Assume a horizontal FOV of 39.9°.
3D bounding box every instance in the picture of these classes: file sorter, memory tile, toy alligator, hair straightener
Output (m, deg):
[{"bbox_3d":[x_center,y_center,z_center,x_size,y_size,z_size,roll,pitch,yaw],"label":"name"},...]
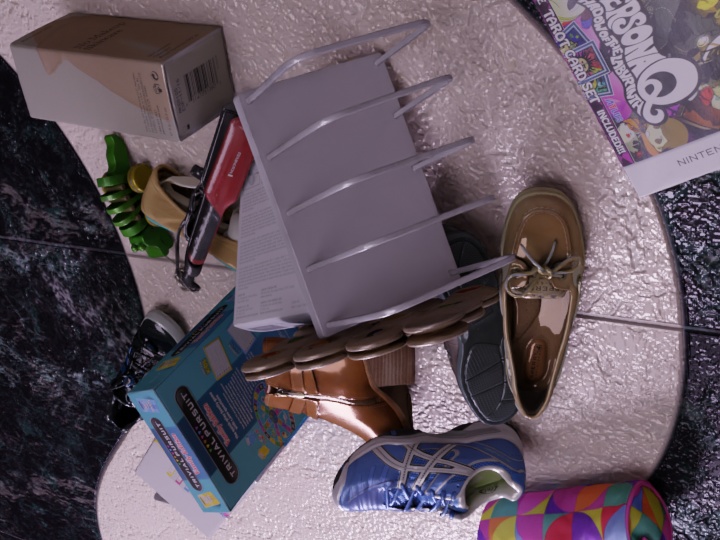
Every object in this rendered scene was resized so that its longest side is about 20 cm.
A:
[{"bbox_3d":[0.014,-0.073,0.764,0.124,0.137,0.204,-19,92,64],"label":"file sorter"},{"bbox_3d":[0.009,0.049,0.813,0.197,0.153,0.017,-14,96,25],"label":"memory tile"},{"bbox_3d":[-0.243,-0.050,1.091,0.058,0.054,0.203,-3,120,37],"label":"toy alligator"},{"bbox_3d":[-0.143,-0.070,0.963,0.040,0.077,0.203,7,119,-24],"label":"hair straightener"}]

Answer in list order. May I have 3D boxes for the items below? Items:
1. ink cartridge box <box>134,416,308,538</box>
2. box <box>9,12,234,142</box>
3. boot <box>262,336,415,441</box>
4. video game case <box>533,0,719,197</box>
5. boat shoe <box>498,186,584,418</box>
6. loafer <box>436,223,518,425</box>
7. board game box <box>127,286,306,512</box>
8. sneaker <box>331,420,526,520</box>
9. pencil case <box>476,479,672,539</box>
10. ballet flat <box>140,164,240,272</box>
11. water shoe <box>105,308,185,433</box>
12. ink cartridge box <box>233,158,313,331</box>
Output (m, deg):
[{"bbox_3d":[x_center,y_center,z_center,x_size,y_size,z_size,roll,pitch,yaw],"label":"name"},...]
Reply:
[{"bbox_3d":[-0.167,0.206,1.178,0.125,0.129,0.201,40,137,3],"label":"ink cartridge box"},{"bbox_3d":[-0.228,-0.188,0.949,0.197,0.095,0.079,12,128,27],"label":"box"},{"bbox_3d":[-0.022,0.140,1.007,0.152,0.078,0.203,-2,132,0],"label":"boot"},{"bbox_3d":[0.226,-0.166,0.674,0.179,0.036,0.202,-19,109,42],"label":"video game case"},{"bbox_3d":[0.153,0.029,0.838,0.072,0.063,0.204,0,119,10],"label":"boat shoe"},{"bbox_3d":[0.104,0.046,0.917,0.063,0.071,0.203,-129,19,-63],"label":"loafer"},{"bbox_3d":[-0.130,0.124,1.036,0.046,0.200,0.153,-12,115,41],"label":"board game box"},{"bbox_3d":[0.068,0.201,0.968,0.196,0.078,0.077,-14,123,-1],"label":"sneaker"},{"bbox_3d":[0.206,0.260,0.979,0.198,0.089,0.089,-24,107,43],"label":"pencil case"},{"bbox_3d":[-0.143,-0.048,1.015,0.197,0.069,0.064,26,120,16],"label":"ballet flat"},{"bbox_3d":[-0.267,0.133,1.230,0.071,0.079,0.202,33,135,9],"label":"water shoe"},{"bbox_3d":[-0.055,-0.053,0.888,0.159,0.047,0.205,-13,71,56],"label":"ink cartridge box"}]
